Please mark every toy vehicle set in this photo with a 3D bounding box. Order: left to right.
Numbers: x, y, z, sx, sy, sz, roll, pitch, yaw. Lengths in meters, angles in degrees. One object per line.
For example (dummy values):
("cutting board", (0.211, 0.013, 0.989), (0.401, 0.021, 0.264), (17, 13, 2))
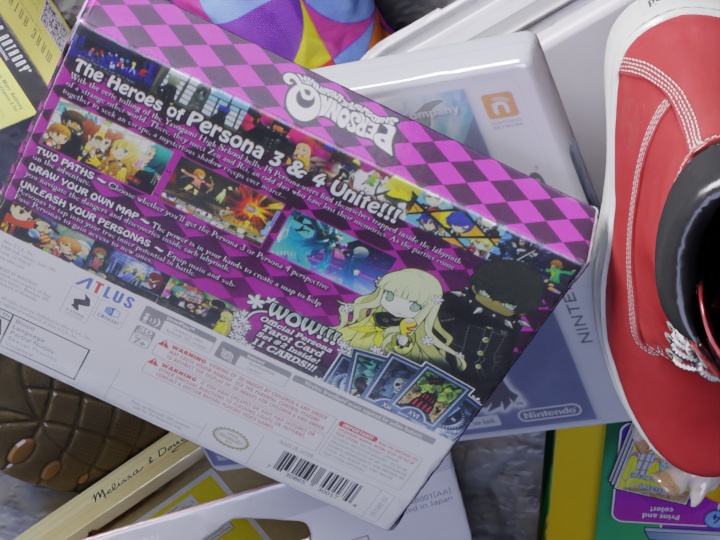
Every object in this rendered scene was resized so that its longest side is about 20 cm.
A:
("toy vehicle set", (-0.066, 0.132, 1.130), (0.199, 0.027, 0.125), (-34, 119, 3))

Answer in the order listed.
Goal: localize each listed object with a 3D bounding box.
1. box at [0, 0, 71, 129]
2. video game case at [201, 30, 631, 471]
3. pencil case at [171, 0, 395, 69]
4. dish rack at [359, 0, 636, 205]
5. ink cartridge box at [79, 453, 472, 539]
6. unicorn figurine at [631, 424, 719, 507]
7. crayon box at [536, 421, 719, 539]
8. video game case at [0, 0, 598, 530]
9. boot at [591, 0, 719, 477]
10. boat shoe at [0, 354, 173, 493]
("box", (-0.220, -0.072, 1.021), (0.199, 0.050, 0.075), (-23, 121, 18))
("video game case", (0.000, 0.000, 0.955), (0.198, 0.023, 0.183), (-8, 130, 22))
("pencil case", (-0.053, -0.143, 0.939), (0.088, 0.089, 0.201), (-16, 123, 15))
("dish rack", (0.108, -0.053, 0.971), (0.199, 0.044, 0.172), (-30, 126, 1))
("ink cartridge box", (-0.039, 0.161, 1.102), (0.198, 0.045, 0.177), (-16, 118, -2))
("unicorn figurine", (0.180, 0.047, 1.002), (0.200, 0.074, 0.137), (37, 102, -30))
("crayon box", (0.181, 0.091, 1.103), (0.198, 0.058, 0.174), (3, 127, 1))
("video game case", (-0.039, 0.000, 0.921), (0.199, 0.036, 0.182), (25, 136, -7))
("boot", (0.122, 0.024, 0.850), (0.072, 0.145, 0.201), (-9, 128, 2))
("boat shoe", (-0.162, 0.034, 1.084), (0.072, 0.068, 0.200), (-43, 130, 18))
